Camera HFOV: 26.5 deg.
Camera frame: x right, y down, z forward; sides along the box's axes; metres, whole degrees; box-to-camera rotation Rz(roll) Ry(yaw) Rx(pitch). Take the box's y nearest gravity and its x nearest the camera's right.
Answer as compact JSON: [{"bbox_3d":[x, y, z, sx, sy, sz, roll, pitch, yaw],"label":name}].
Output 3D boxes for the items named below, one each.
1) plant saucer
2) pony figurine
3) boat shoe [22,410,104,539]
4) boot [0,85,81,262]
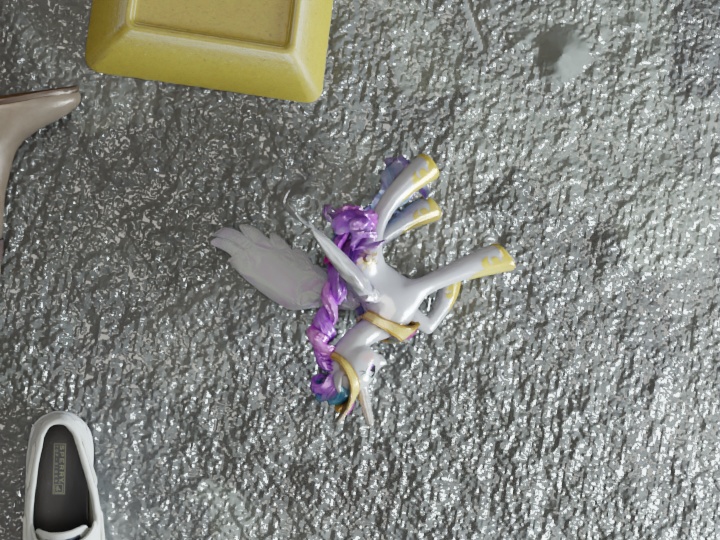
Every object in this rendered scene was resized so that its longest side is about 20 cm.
[{"bbox_3d":[-0.117,-0.252,1.263,0.200,0.048,0.200,7,87,-7],"label":"plant saucer"},{"bbox_3d":[0.000,0.000,1.228,0.200,0.167,0.193,-44,101,-23],"label":"pony figurine"},{"bbox_3d":[-0.239,0.212,1.213,0.074,0.065,0.200,-8,88,-8],"label":"boat shoe"},{"bbox_3d":[-0.310,-0.061,1.223,0.200,0.070,0.146,-12,95,-7],"label":"boot"}]
